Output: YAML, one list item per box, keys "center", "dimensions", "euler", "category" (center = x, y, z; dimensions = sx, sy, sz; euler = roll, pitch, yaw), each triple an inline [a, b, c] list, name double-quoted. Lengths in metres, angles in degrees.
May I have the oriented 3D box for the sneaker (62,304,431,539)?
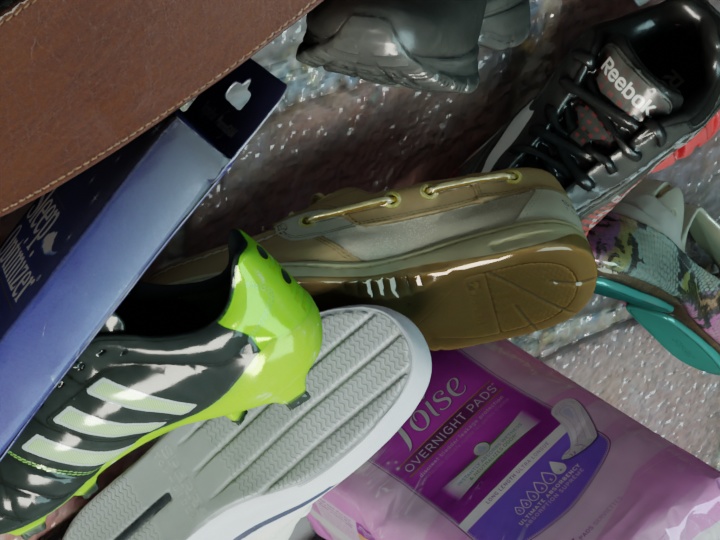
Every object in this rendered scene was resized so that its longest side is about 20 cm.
- center: [-0.043, 0.081, 1.059]
  dimensions: [0.200, 0.073, 0.071]
  euler: [-36, 158, 23]
  category: "sneaker"

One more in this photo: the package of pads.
- center: [0.070, 0.106, 1.102]
  dimensions: [0.120, 0.200, 0.076]
  euler: [-40, 134, -18]
  category: "package of pads"

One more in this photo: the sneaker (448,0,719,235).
- center: [0.098, -0.056, 1.121]
  dimensions: [0.200, 0.071, 0.098]
  euler: [-41, 168, -14]
  category: "sneaker"

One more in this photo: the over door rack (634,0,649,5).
- center: [0.160, -0.232, 1.075]
  dimensions: [0.200, 0.067, 0.148]
  euler: [-38, 142, 7]
  category: "over door rack"

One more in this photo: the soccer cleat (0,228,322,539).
- center: [-0.111, 0.047, 0.998]
  dimensions: [0.199, 0.068, 0.081]
  euler: [-26, 121, 11]
  category: "soccer cleat"

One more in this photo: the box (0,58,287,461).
- center: [-0.109, -0.008, 0.946]
  dimensions: [0.032, 0.121, 0.200]
  euler: [39, 91, -17]
  category: "box"

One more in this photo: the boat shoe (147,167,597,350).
- center: [0.000, 0.000, 1.067]
  dimensions: [0.198, 0.067, 0.074]
  euler: [-7, 137, -1]
  category: "boat shoe"

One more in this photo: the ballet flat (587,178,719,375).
- center: [0.151, -0.004, 1.244]
  dimensions: [0.200, 0.069, 0.072]
  euler: [29, 81, -54]
  category: "ballet flat"

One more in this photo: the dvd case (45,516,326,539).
- center: [-0.050, 0.124, 1.175]
  dimensions: [0.200, 0.025, 0.151]
  euler: [-36, 139, -18]
  category: "dvd case"

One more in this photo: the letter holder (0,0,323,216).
- center: [-0.092, -0.097, 0.905]
  dimensions: [0.200, 0.100, 0.143]
  euler: [-36, 141, -17]
  category: "letter holder"

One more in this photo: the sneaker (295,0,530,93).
- center: [0.025, -0.125, 0.980]
  dimensions: [0.200, 0.075, 0.091]
  euler: [-53, 153, -69]
  category: "sneaker"
